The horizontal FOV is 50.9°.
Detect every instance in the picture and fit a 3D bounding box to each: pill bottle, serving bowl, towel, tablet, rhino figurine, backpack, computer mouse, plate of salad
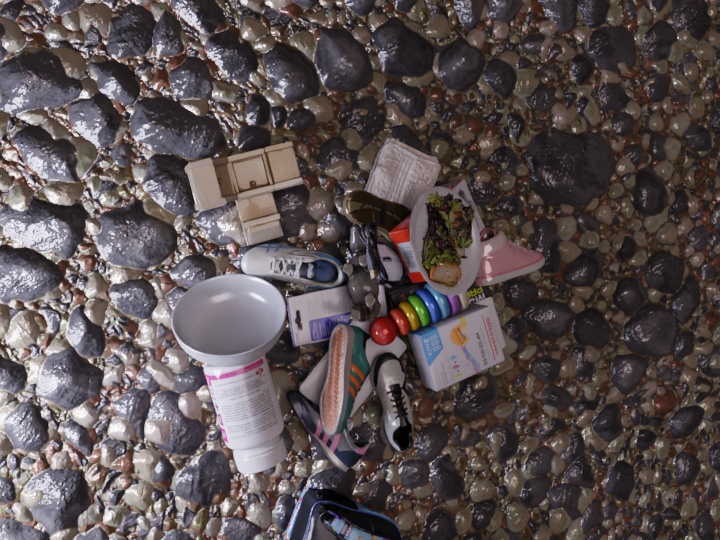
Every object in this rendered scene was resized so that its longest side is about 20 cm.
[{"bbox_3d":[-0.202,0.250,1.359,0.112,0.113,0.203,-17,98,-17],"label":"pill bottle"},{"bbox_3d":[-0.226,0.096,1.324,0.198,0.201,0.066,-15,135,-18],"label":"serving bowl"},{"bbox_3d":[0.073,-0.146,1.479,0.131,0.034,0.203,20,86,-18],"label":"towel"},{"bbox_3d":[-0.013,0.186,1.454,0.130,0.014,0.201,41,86,-25],"label":"tablet"},{"bbox_3d":[0.000,0.000,1.408,0.059,0.087,0.203,-9,76,9],"label":"rhino figurine"},{"bbox_3d":[-0.031,0.515,1.418,0.198,0.134,0.185,18,86,-18],"label":"backpack"},{"bbox_3d":[0.047,-0.018,1.397,0.043,0.200,0.111,-18,78,10],"label":"computer mouse"},{"bbox_3d":[0.165,-0.056,1.381,0.198,0.048,0.203,10,75,-41],"label":"plate of salad"}]

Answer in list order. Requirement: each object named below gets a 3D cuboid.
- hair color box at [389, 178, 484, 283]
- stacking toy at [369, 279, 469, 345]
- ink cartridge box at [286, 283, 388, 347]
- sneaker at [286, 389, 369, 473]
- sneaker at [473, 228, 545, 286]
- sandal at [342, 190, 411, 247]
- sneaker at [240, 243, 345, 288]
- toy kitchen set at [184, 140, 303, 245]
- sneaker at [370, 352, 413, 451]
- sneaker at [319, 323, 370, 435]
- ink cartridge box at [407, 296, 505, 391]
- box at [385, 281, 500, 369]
[{"bbox_3d":[0.149,-0.077,1.448,0.200,0.063,0.112,-41,112,-38],"label":"hair color box"},{"bbox_3d":[0.105,0.081,1.431,0.198,0.085,0.086,-30,101,-12],"label":"stacking toy"},{"bbox_3d":[-0.044,0.079,1.447,0.197,0.037,0.096,-11,97,-21],"label":"ink cartridge box"},{"bbox_3d":[-0.060,0.287,1.431,0.082,0.070,0.201,-37,112,-4],"label":"sneaker"},{"bbox_3d":[0.295,-0.040,1.519,0.198,0.075,0.106,-15,96,-37],"label":"sneaker"},{"bbox_3d":[0.037,-0.094,1.420,0.199,0.054,0.081,23,73,-37],"label":"sandal"},{"bbox_3d":[-0.122,-0.009,1.398,0.197,0.072,0.073,6,92,-18],"label":"sneaker"},{"bbox_3d":[-0.184,-0.125,1.312,0.197,0.180,0.165,-16,99,-13],"label":"toy kitchen set"},{"bbox_3d":[0.071,0.255,1.457,0.073,0.080,0.203,-16,107,-17],"label":"sneaker"},{"bbox_3d":[-0.020,0.203,1.394,0.079,0.071,0.203,14,82,-38],"label":"sneaker"},{"bbox_3d":[0.203,0.139,1.472,0.198,0.068,0.117,-21,100,-18],"label":"ink cartridge box"},{"bbox_3d":[0.165,0.082,1.515,0.198,0.044,0.162,-23,99,-17],"label":"box"}]
